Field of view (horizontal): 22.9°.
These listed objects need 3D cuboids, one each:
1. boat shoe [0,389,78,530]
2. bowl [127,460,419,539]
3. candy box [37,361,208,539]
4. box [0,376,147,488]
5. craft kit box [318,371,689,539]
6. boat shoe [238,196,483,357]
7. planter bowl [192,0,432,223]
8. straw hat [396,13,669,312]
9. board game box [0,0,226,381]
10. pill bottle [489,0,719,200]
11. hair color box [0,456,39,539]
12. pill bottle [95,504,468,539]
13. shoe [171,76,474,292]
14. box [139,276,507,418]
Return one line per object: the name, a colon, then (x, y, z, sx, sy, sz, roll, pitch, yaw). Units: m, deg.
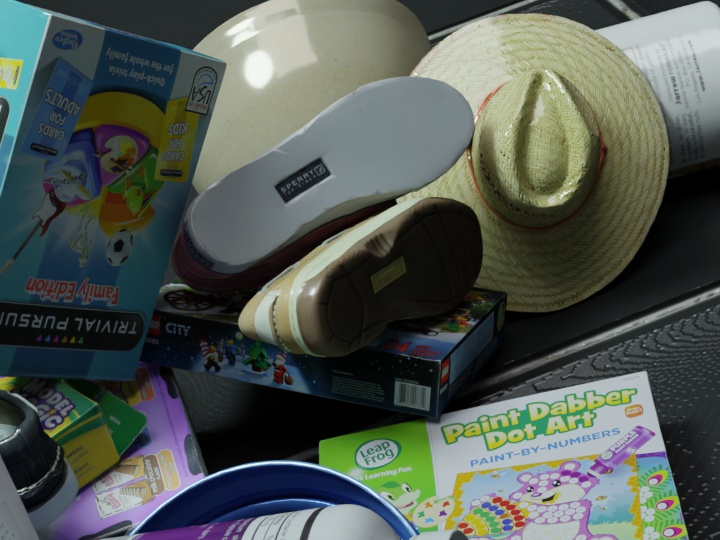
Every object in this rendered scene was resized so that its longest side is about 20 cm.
boat shoe: (-0.234, 0.082, 0.961, 0.199, 0.061, 0.076, 9, 42, 33)
bowl: (-0.047, 0.194, 0.868, 0.199, 0.039, 0.202, -10, 59, 17)
candy box: (-0.187, 0.146, 1.052, 0.199, 0.072, 0.168, -19, 32, -5)
box: (-0.229, 0.113, 1.010, 0.200, 0.049, 0.117, -35, 37, -29)
craft kit box: (0.076, 0.146, 0.957, 0.199, 0.049, 0.198, -13, 29, 6)
boat shoe: (0.000, 0.000, 1.056, 0.076, 0.072, 0.200, -5, 9, 34)
planter bowl: (-0.025, -0.077, 1.239, 0.199, 0.201, 0.135, -18, 59, -3)
straw hat: (0.114, -0.078, 1.131, 0.200, 0.202, 0.085, -20, -7, -5)
board game box: (-0.165, -0.040, 1.008, 0.047, 0.201, 0.151, 21, 8, 34)
pill bottle: (0.164, -0.109, 1.243, 0.199, 0.115, 0.115, -14, 31, 3)
hair color box: (-0.191, 0.188, 0.863, 0.064, 0.201, 0.110, -4, 33, 22)
pill bottle: (-0.047, 0.167, 0.791, 0.199, 0.113, 0.113, -10, 32, 17)
shoe: (-0.027, -0.052, 1.094, 0.199, 0.072, 0.091, -29, -4, -20)
box: (-0.023, 0.034, 1.108, 0.199, 0.038, 0.137, 9, 20, 19)
